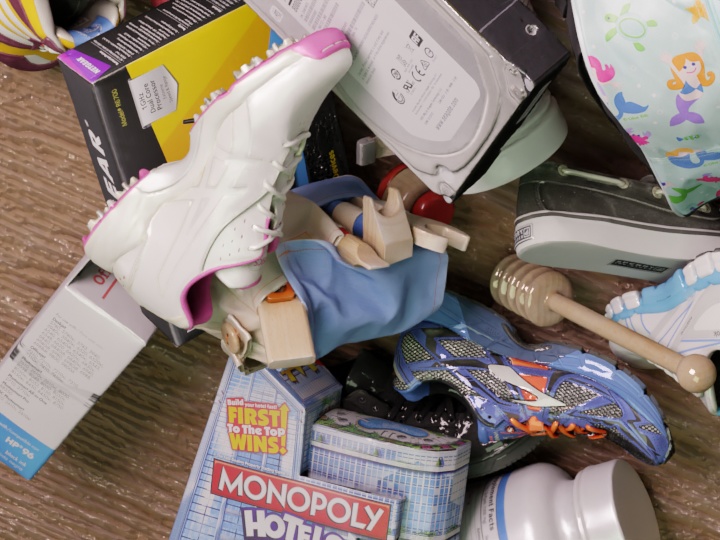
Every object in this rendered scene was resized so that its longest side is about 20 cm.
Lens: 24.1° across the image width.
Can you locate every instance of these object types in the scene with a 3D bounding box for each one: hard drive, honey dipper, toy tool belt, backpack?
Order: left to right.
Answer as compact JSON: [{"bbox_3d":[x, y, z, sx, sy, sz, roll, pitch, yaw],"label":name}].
[{"bbox_3d":[0.000,0.000,1.014,0.123,0.200,0.125,37,136,42],"label":"toy tool belt"},{"bbox_3d":[0.007,-0.141,0.890,0.200,0.038,0.140,47,153,6],"label":"hard drive"},{"bbox_3d":[0.147,0.035,1.028,0.038,0.200,0.038,-10,112,-26],"label":"honey dipper"},{"bbox_3d":[0.182,-0.138,0.880,0.150,0.178,0.200,-15,152,29],"label":"backpack"}]

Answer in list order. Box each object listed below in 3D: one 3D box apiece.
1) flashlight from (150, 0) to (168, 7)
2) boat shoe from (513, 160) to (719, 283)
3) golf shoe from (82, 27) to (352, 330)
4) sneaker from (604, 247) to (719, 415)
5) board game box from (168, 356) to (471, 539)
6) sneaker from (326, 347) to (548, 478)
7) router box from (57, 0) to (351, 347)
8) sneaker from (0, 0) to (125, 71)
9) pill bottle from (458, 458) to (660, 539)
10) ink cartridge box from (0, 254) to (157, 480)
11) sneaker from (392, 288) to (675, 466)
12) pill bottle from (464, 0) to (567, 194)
[{"bbox_3d":[-0.137,-0.193,1.036,0.068,0.068,0.200,-2,124,47],"label":"flashlight"},{"bbox_3d":[0.188,-0.029,1.028,0.199,0.064,0.071,9,163,-21],"label":"boat shoe"},{"bbox_3d":[-0.063,-0.048,0.922,0.200,0.075,0.092,-43,84,28],"label":"golf shoe"},{"bbox_3d":[0.203,0.048,1.023,0.075,0.087,0.200,0,166,-12],"label":"sneaker"},{"bbox_3d":[-0.034,0.144,1.123,0.200,0.062,0.200,12,105,23],"label":"board game box"},{"bbox_3d":[0.025,0.097,1.162,0.199,0.060,0.104,-19,116,27],"label":"sneaker"},{"bbox_3d":[-0.085,-0.071,1.028,0.051,0.149,0.200,37,150,44],"label":"router box"},{"bbox_3d":[-0.185,-0.155,1.008,0.090,0.075,0.200,52,164,12],"label":"sneaker"},{"bbox_3d":[0.102,0.198,1.170,0.200,0.112,0.112,-20,113,24],"label":"pill bottle"},{"bbox_3d":[-0.182,0.037,1.148,0.068,0.116,0.200,37,122,-8],"label":"ink cartridge box"},{"bbox_3d":[0.109,0.085,1.101,0.200,0.079,0.075,23,165,17],"label":"sneaker"},{"bbox_3d":[0.043,-0.149,0.986,0.109,0.109,0.200,-20,113,24],"label":"pill bottle"}]
